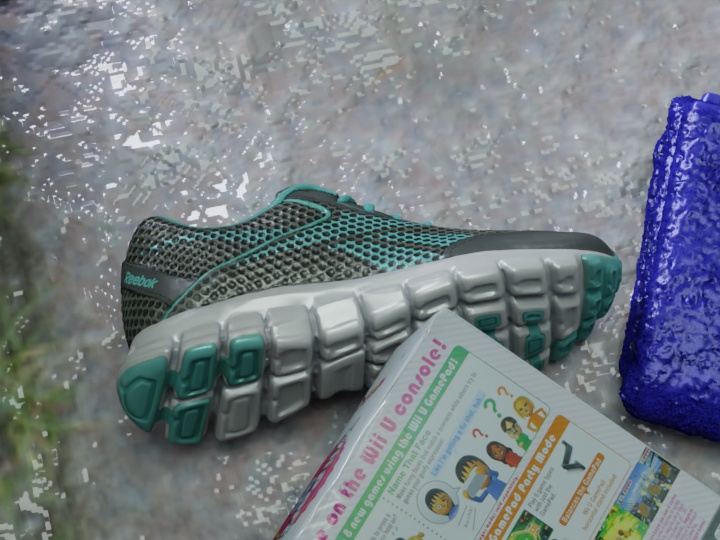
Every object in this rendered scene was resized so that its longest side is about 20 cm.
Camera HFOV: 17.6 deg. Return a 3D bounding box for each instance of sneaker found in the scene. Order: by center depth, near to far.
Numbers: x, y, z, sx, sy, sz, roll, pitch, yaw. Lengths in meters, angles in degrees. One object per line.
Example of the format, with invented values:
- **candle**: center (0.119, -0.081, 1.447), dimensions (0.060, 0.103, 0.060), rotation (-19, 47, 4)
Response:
- **sneaker**: center (0.000, 0.000, 0.887), dimensions (0.200, 0.078, 0.091), rotation (-8, 52, -14)

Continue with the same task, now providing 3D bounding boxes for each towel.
- **towel**: center (0.207, 0.008, 0.906), dimensions (0.200, 0.050, 0.148), rotation (11, 63, 2)

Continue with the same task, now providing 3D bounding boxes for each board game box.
- **board game box**: center (0.065, 0.132, 0.804), dimensions (0.200, 0.064, 0.148), rotation (36, 65, -4)
